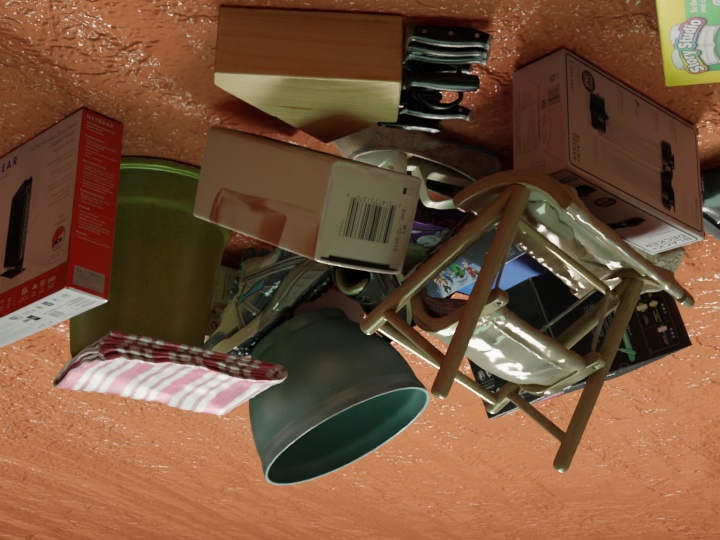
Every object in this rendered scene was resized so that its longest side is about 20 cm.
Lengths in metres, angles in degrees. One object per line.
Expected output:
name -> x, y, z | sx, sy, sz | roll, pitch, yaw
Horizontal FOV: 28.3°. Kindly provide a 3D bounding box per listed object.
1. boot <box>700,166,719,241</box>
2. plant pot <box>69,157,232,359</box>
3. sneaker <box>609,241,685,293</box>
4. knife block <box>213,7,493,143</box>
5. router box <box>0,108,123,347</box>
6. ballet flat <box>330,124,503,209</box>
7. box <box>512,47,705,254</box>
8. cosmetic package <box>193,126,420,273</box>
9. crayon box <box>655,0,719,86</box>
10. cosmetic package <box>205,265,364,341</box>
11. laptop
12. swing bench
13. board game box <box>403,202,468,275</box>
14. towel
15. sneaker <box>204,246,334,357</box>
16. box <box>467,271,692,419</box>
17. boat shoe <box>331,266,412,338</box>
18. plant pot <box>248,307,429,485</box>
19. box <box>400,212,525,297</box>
boot -> 0.431, -0.080, 1.374 | 0.164, 0.066, 0.199 | 18, 148, -38
plant pot -> -0.224, 0.011, 1.469 | 0.198, 0.186, 0.201 | 1, 158, 0
sneaker -> 0.243, -0.030, 1.410 | 0.111, 0.077, 0.199 | 35, -163, 23
knife block -> 0.003, -0.172, 1.169 | 0.175, 0.065, 0.199 | -18, 150, 39
router box -> -0.309, -0.035, 1.369 | 0.049, 0.181, 0.199 | 20, 151, -39
ballet flat -> 0.051, -0.097, 1.342 | 0.198, 0.068, 0.068 | 12, 156, -23
box -> 0.221, -0.100, 1.260 | 0.199, 0.118, 0.060 | 20, 152, -39
cosmetic package -> -0.051, -0.064, 1.267 | 0.103, 0.088, 0.199 | 8, -172, -38
crayon box -> 0.303, -0.215, 1.053 | 0.171, 0.059, 0.200 | -3, 157, 14
cosmetic package -> -0.105, 0.059, 1.683 | 0.198, 0.088, 0.103 | 12, 167, -24
laptop -> 0.136, 0.039, 1.614 | 0.103, 0.200, 0.177 | 46, 148, -3
swing bench -> 0.146, 0.034, 1.223 | 0.198, 0.201, 0.130 | 34, -177, -40
board game box -> 0.030, -0.025, 1.573 | 0.119, 0.033, 0.200 | 15, 155, -19
towel -> -0.191, 0.110, 1.423 | 0.198, 0.030, 0.146 | 14, 155, -27
sneaker -> -0.106, 0.024, 1.564 | 0.200, 0.087, 0.077 | -41, 164, 19
box -> 0.233, 0.067, 1.564 | 0.199, 0.125, 0.148 | -14, 170, -37
boat shoe -> 0.001, 0.000, 1.486 | 0.071, 0.066, 0.202 | 21, 142, 36
plant pot -> -0.042, 0.126, 1.564 | 0.199, 0.135, 0.201 | -25, 159, -10
box -> 0.138, -0.044, 1.388 | 0.038, 0.137, 0.200 | 50, 143, -6
